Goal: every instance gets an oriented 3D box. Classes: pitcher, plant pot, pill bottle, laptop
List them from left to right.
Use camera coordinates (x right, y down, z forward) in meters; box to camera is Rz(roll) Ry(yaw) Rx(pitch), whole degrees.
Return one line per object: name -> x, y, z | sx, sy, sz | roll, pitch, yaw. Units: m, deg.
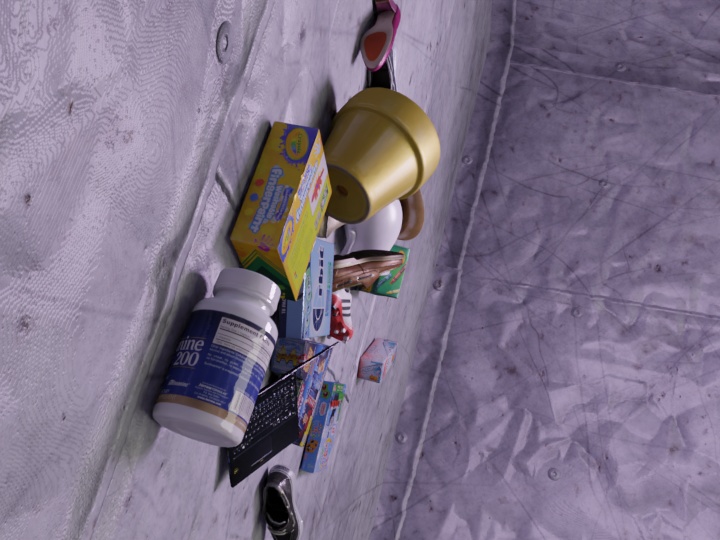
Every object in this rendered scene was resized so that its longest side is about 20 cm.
pill bottle -> -0.166, 0.102, 0.973 | 0.111, 0.111, 0.200 | 80, 25, -62
laptop -> -0.116, 0.221, 1.240 | 0.177, 0.103, 0.201 | -27, 121, -53
pitcher -> 0.007, -0.068, 1.684 | 0.171, 0.121, 0.200 | -31, 140, -44
plant pot -> 0.011, -0.185, 1.397 | 0.189, 0.200, 0.201 | -51, 154, -36
plant pot -> 0.064, -0.156, 1.738 | 0.027, 0.200, 0.200 | -24, 135, -31

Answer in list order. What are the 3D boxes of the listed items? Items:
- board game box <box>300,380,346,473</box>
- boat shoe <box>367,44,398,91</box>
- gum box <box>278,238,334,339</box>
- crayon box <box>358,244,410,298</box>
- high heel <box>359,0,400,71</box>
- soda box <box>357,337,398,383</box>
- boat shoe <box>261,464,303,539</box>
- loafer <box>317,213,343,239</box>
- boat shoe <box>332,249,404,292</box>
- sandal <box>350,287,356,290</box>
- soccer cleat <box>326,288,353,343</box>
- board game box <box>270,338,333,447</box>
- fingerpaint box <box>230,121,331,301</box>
board game box -> -0.082, 0.353, 1.826 | 0.151, 0.037, 0.201 | 44, 59, -77
boat shoe -> 0.040, -0.373, 1.660 | 0.071, 0.072, 0.200 | -44, 135, -55
gum box -> -0.091, 0.029, 1.382 | 0.200, 0.044, 0.170 | 16, 77, -78
crayon box -> 0.054, 0.000, 1.902 | 0.200, 0.058, 0.119 | 179, -75, -79
high heel -> 0.049, -0.452, 1.575 | 0.096, 0.067, 0.200 | 59, 39, -58
soda box -> 0.051, 0.254, 2.292 | 0.200, 0.068, 0.064 | -41, 141, -70
boat shoe -> -0.155, 0.461, 1.511 | 0.064, 0.071, 0.200 | -62, 152, -58
loafer -> -0.039, -0.117, 1.486 | 0.200, 0.068, 0.076 | -61, 159, -57
boat shoe -> 0.000, 0.000, 1.599 | 0.200, 0.072, 0.068 | -7, 103, -32
sandal -> 0.013, -0.043, 1.879 | 0.076, 0.043, 0.200 | 83, 21, -57
soccer cleat -> -0.045, 0.082, 1.667 | 0.200, 0.068, 0.085 | 76, 32, -56
board game box -> -0.119, 0.196, 1.427 | 0.200, 0.062, 0.200 | 69, 35, -67
fingerpaint box -> -0.110, -0.084, 1.161 | 0.167, 0.073, 0.200 | 80, 23, -63
